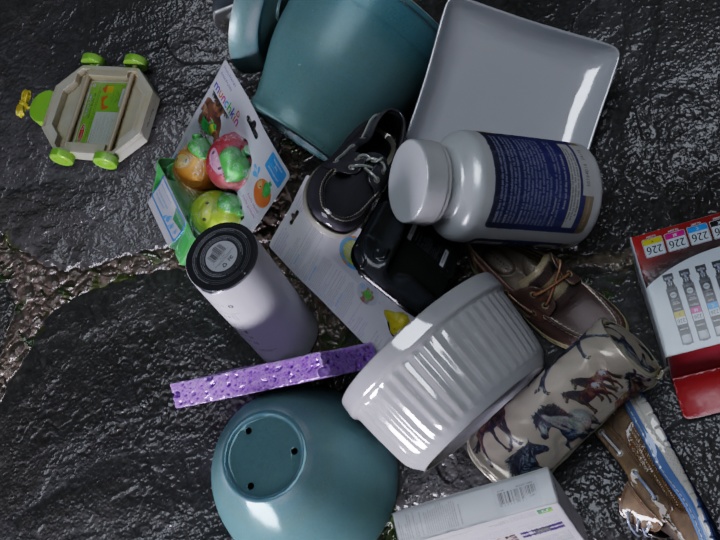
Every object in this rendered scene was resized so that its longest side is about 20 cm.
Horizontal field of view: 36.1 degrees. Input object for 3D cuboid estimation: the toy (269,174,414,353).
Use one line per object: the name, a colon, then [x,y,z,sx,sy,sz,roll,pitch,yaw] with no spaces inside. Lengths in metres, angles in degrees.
toy: [0.000,0.000,1.174,0.200,0.047,0.115,47,132,16]

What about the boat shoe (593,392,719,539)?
boat shoe: [0.283,0.218,1.051,0.072,0.072,0.201,-29,53,12]

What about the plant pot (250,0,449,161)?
plant pot: [-0.023,-0.227,1.271,0.200,0.200,0.189,33,90,27]

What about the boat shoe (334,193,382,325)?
boat shoe: [0.032,-0.025,1.242,0.073,0.063,0.201,26,82,11]

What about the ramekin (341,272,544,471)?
ramekin: [0.088,0.107,1.090,0.200,0.200,0.105,-41,75,0]

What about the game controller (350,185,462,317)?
game controller: [0.054,-0.028,1.130,0.042,0.200,0.104,-36,104,31]

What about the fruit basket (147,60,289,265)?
fruit basket: [-0.169,-0.108,1.277,0.200,0.093,0.186,-55,53,40]

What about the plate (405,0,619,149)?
plate: [0.160,-0.175,1.212,0.198,0.032,0.201,17,94,0]

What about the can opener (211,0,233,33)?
can opener: [-0.100,-0.361,1.421,0.199,0.053,0.067,-20,65,10]

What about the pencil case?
pencil case: [0.200,0.136,1.073,0.089,0.078,0.200,45,106,5]

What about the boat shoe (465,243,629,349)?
boat shoe: [0.189,0.017,1.156,0.200,0.072,0.072,39,85,28]

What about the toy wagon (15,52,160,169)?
toy wagon: [-0.362,-0.212,1.461,0.199,0.040,0.156,6,71,22]

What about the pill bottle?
pill bottle: [0.134,-0.082,1.113,0.199,0.111,0.112,3,62,-26]

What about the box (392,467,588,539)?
box: [0.126,0.240,1.018,0.143,0.200,0.037,-18,60,11]

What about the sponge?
sponge: [-0.091,0.110,1.170,0.199,0.111,0.030,-14,86,30]

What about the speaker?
speaker: [-0.112,0.031,1.185,0.081,0.200,0.082,-8,61,15]

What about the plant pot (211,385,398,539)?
plant pot: [-0.075,0.204,1.139,0.199,0.135,0.201,-7,67,17]

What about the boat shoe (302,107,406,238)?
boat shoe: [-0.002,-0.107,1.140,0.072,0.063,0.200,35,39,-4]

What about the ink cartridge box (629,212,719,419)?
ink cartridge box: [0.385,0.032,1.075,0.199,0.084,0.177,-17,65,12]

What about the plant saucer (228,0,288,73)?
plant saucer: [-0.090,-0.320,1.291,0.027,0.200,0.201,25,79,13]
